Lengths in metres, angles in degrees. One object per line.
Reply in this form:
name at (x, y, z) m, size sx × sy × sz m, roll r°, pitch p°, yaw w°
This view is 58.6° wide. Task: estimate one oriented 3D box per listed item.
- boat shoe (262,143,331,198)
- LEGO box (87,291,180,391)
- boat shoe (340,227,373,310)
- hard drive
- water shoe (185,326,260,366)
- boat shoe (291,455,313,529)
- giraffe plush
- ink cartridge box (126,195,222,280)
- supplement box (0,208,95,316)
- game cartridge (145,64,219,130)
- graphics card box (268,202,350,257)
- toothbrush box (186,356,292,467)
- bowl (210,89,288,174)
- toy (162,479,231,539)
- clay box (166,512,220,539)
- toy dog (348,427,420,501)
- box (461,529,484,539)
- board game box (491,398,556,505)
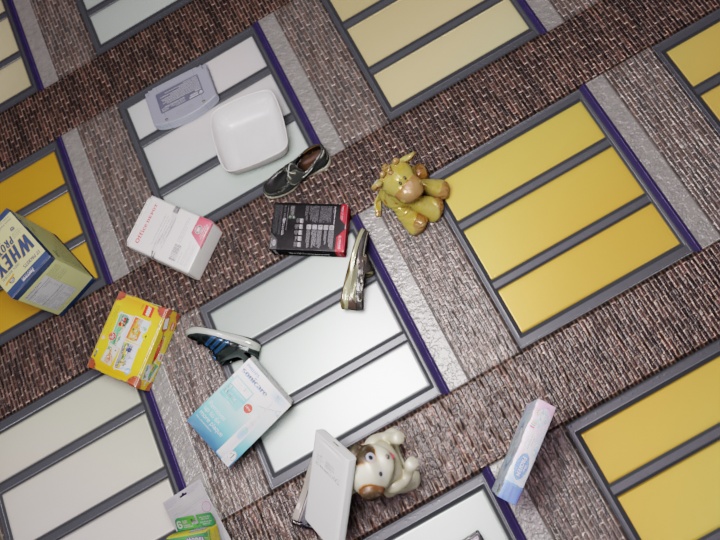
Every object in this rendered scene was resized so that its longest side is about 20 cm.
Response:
boat shoe at (-0.171, -0.259, 1.653) m, size 0.197 × 0.068 × 0.073 m, roll -32°, pitch 73°, yaw 2°
LEGO box at (-0.562, 0.174, 1.597) m, size 0.146 × 0.077 × 0.204 m, roll 18°, pitch 78°, yaw 14°
boat shoe at (0.000, 0.000, 1.552) m, size 0.063 × 0.073 × 0.205 m, roll 13°, pitch 80°, yaw 2°
hard drive at (-0.064, 0.448, 1.314) m, size 0.131 × 0.026 × 0.205 m, roll 24°, pitch 111°, yaw 53°
water shoe at (-0.341, 0.188, 1.556) m, size 0.195 × 0.072 × 0.081 m, roll 10°, pitch 78°, yaw 13°
boat shoe at (-0.079, 0.480, 1.431) m, size 0.091 × 0.075 × 0.204 m, roll 18°, pitch 86°, yaw 8°
giraffe plush at (0.106, -0.202, 1.533) m, size 0.196 × 0.162 × 0.176 m, roll 19°, pitch 79°, yaw 14°
ink cartridge box at (-0.478, -0.083, 1.651) m, size 0.196 × 0.085 × 0.148 m, roll 23°, pitch 79°, yaw 14°
supplement box at (-0.829, -0.016, 1.635) m, size 0.199 × 0.200 × 0.135 m, roll 40°, pitch 84°, yaw 18°
game cartridge at (-0.496, -0.478, 1.791) m, size 0.196 × 0.041 × 0.135 m, roll -25°, pitch 68°, yaw 3°
graphics card box at (-0.126, -0.102, 1.608) m, size 0.195 × 0.051 × 0.129 m, roll 2°, pitch 75°, yaw 10°
toothbrush box at (-0.274, 0.322, 1.479) m, size 0.200 × 0.085 × 0.147 m, roll -43°, pitch 90°, yaw -5°
bowl at (-0.287, -0.357, 1.698) m, size 0.196 × 0.075 × 0.204 m, roll -20°, pitch 73°, yaw 4°
toy at (-0.352, 0.587, 1.454) m, size 0.114 × 0.047 × 0.203 m, roll -33°, pitch 78°, yaw 12°
clay box at (-0.352, 0.642, 1.403) m, size 0.113 × 0.047 × 0.205 m, roll -18°, pitch 88°, yaw 21°
toy dog at (0.027, 0.414, 1.356) m, size 0.190 × 0.200 × 0.142 m, roll -20°, pitch 71°, yaw 4°
box at (0.204, 0.666, 1.331) m, size 0.198 × 0.050 × 0.159 m, roll -33°, pitch 72°, yaw 0°
board game box at (0.330, 0.369, 1.312) m, size 0.043 × 0.200 × 0.202 m, roll 23°, pitch 80°, yaw 13°
